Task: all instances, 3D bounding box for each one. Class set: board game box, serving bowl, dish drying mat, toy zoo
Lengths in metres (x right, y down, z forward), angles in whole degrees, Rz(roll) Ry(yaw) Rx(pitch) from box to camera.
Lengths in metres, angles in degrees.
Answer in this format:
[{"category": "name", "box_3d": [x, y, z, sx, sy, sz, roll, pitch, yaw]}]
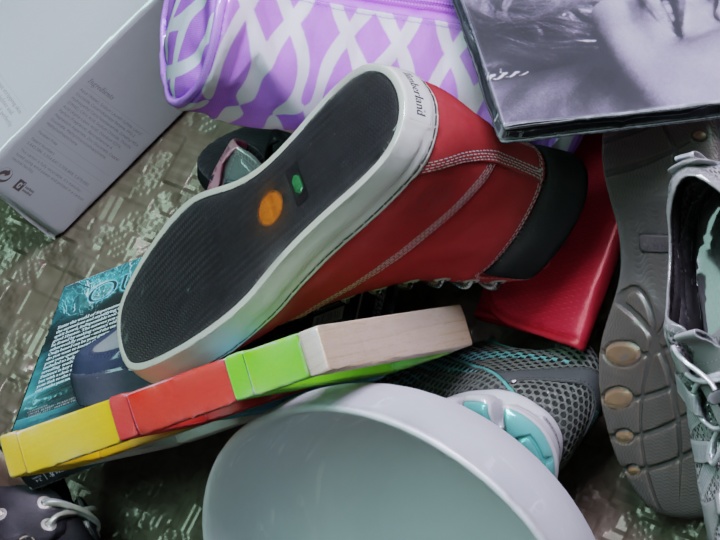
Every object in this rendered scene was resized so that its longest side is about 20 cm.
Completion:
[{"category": "board game box", "box_3d": [-0.072, 0.025, 1.390, 0.199, 0.028, 0.135, -20, 31, 24]}, {"category": "serving bowl", "box_3d": [0.031, 0.129, 1.228, 0.199, 0.201, 0.066, 8, 32, 36]}, {"category": "dish drying mat", "box_3d": [0.107, -0.066, 1.282, 0.077, 0.018, 0.201, 16, 85, 51]}, {"category": "toy zoo", "box_3d": [-0.065, 0.057, 1.247, 0.199, 0.131, 0.021, -20, 83, 28]}]

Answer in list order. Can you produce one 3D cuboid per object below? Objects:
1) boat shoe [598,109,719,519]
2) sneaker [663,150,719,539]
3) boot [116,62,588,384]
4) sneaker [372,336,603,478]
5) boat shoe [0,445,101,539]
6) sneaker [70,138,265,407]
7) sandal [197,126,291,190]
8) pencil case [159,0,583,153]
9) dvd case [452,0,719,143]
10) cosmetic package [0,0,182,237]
[{"category": "boat shoe", "box_3d": [0.151, 0.008, 1.236, 0.075, 0.072, 0.201, 9, 104, 35]}, {"category": "sneaker", "box_3d": [0.144, 0.048, 1.092, 0.075, 0.082, 0.201, -25, 59, 33]}, {"category": "boot", "box_3d": [0.000, 0.000, 1.245, 0.200, 0.144, 0.073, -37, 51, 30]}, {"category": "sneaker", "box_3d": [0.037, 0.072, 1.310, 0.200, 0.078, 0.091, -3, 26, 47]}, {"category": "boat shoe", "box_3d": [-0.163, 0.127, 1.408, 0.200, 0.074, 0.060, 29, 89, 48]}, {"category": "sneaker", "box_3d": [-0.059, -0.013, 1.307, 0.200, 0.082, 0.070, -31, 12, 3]}, {"category": "sandal", "box_3d": [0.018, -0.057, 1.357, 0.200, 0.048, 0.075, 5, 39, 16]}, {"category": "pencil case", "box_3d": [0.012, -0.095, 1.239, 0.086, 0.199, 0.084, 130, 140, -53]}, {"category": "dvd case", "box_3d": [0.137, -0.122, 1.214, 0.199, 0.016, 0.149, -7, 50, -11]}, {"category": "cosmetic package", "box_3d": [-0.135, -0.132, 1.513, 0.200, 0.081, 0.113, -42, 51, 7]}]
